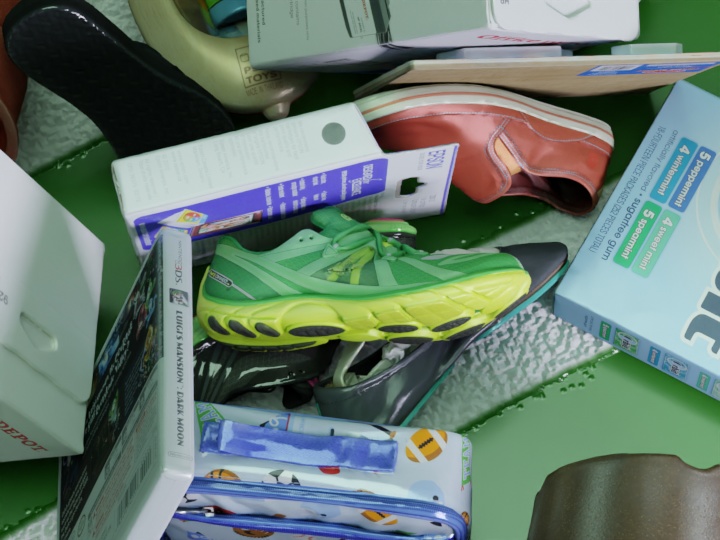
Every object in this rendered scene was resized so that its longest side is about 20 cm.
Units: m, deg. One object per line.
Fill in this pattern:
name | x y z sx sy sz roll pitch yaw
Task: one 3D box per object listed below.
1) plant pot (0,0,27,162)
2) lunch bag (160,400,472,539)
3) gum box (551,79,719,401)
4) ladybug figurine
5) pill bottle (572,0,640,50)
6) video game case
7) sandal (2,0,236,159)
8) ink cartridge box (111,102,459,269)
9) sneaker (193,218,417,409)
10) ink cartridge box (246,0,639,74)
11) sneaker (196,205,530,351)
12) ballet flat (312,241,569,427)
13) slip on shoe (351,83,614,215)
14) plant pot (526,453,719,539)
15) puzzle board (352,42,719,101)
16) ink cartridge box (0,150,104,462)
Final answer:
plant pot | -0.280 -0.188 1.620 0.201 0.201 0.195 14 62 7
lunch bag | -0.034 0.132 1.494 0.200 0.160 0.076 5 68 3
gum box | 0.248 -0.003 1.601 0.200 0.045 0.170 27 72 12
ladybug figurine | -0.084 -0.181 1.665 0.136 0.072 0.200 -14 69 -5
pill bottle | 0.099 -0.244 1.665 0.109 0.109 0.200 -38 72 -12
video game case | -0.137 0.106 1.466 0.023 0.200 0.182 13 44 -18
sandal | -0.143 -0.116 1.588 0.075 0.200 0.048 -30 44 17
ink cartridge box | -0.045 -0.050 1.547 0.200 0.198 0.043 -12 80 -4
sneaker | -0.043 0.038 1.587 0.200 0.077 0.084 -36 86 -6
ink cartridge box | 0.049 -0.171 1.553 0.200 0.145 0.084 -4 89 43
sneaker | 0.000 0.000 1.510 0.200 0.074 0.084 -3 71 9
ballet flat | 0.046 0.031 1.569 0.073 0.073 0.200 42 71 16
slip on shoe | 0.074 -0.075 1.585 0.200 0.074 0.061 11 73 -33
plant pot | 0.162 0.222 1.445 0.200 0.200 0.198 6 62 4
puzzle board | 0.109 -0.123 1.576 0.200 0.151 0.017 -3 87 -14
ink cartridge box | -0.275 0.029 1.516 0.200 0.147 0.145 -6 64 22
